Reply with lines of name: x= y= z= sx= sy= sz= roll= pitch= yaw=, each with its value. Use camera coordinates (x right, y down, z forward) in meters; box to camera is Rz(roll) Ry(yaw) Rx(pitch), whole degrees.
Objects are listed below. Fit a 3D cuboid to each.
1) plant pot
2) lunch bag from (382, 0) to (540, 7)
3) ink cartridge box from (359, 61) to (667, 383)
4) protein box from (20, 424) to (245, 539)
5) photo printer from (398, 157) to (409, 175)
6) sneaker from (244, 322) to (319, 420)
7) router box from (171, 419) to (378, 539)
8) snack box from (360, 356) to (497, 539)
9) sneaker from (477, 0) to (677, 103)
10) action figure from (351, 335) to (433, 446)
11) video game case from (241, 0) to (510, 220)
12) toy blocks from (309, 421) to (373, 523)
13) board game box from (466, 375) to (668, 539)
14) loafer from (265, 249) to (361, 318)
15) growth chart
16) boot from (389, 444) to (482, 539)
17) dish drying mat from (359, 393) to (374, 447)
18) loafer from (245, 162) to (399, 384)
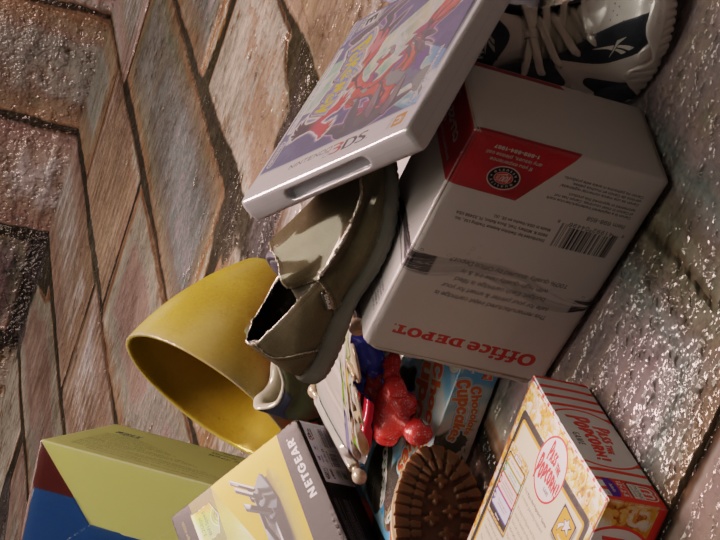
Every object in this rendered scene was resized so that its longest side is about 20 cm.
plant pot: x=-0.111 y=0.073 z=1.666 sx=0.142 sy=0.200 sz=0.200 roll=-54 pitch=11 yaw=-22
lunch bag: x=0.055 y=-0.295 z=1.350 sx=0.127 sy=0.198 sz=0.171 roll=-164 pitch=87 yaw=-71
ink cartridge box: x=0.098 y=-0.029 z=1.163 sx=0.084 sy=0.143 sz=0.201 roll=-98 pitch=27 yaw=-48
protein box: x=-0.202 y=0.246 z=1.654 sx=0.200 sy=0.197 sz=0.136 roll=3 pitch=-81 yaw=-78
photo printer: x=0.047 y=-0.094 z=1.450 sx=0.167 sy=0.069 sz=0.201 roll=-106 pitch=33 yaw=-53
sneaker: x=-0.060 y=0.047 z=1.516 sx=0.067 sy=0.089 sz=0.202 roll=-112 pitch=21 yaw=-66
router box: x=-0.059 y=0.251 z=1.395 sx=0.157 sy=0.052 sz=0.201 roll=-39 pitch=58 yaw=22
snack box: x=0.056 y=0.117 z=1.355 sx=0.116 sy=0.037 sz=0.201 roll=-121 pitch=46 yaw=-62
sneaker: x=0.126 y=-0.161 z=1.180 sx=0.199 sy=0.129 sz=0.080 roll=141 pitch=136 yaw=-61
action figure: x=0.014 y=0.088 z=1.362 sx=0.200 sy=0.051 sz=0.066 roll=-125 pitch=45 yaw=-60
video game case: x=0.018 y=-0.132 z=1.151 sx=0.182 sy=0.023 sz=0.201 roll=-20 pitch=32 yaw=48
toy blocks: x=-0.035 y=0.219 z=1.492 sx=0.138 sy=0.099 sz=0.200 roll=-67 pitch=24 yaw=3
board game box: x=0.121 y=0.196 z=1.118 sx=0.152 sy=0.046 sz=0.201 roll=-115 pitch=41 yaw=-60
loafer: x=0.000 y=0.000 z=1.380 sx=0.199 sy=0.072 sz=0.063 roll=22 pitch=65 yaw=47
growth chart: x=-0.020 y=0.078 z=1.345 sx=0.145 sy=0.018 sz=0.201 roll=-119 pitch=20 yaw=-44
boot: x=0.045 y=0.238 z=1.275 sx=0.107 sy=0.074 sz=0.202 roll=129 pitch=146 yaw=-62
dish drying mat: x=-0.001 y=0.072 z=1.568 sx=0.077 sy=0.018 sz=0.202 roll=148 pitch=130 yaw=-65
loafer: x=-0.028 y=-0.009 z=1.184 sx=0.075 sy=0.069 sz=0.201 roll=-109 pitch=36 yaw=-60
